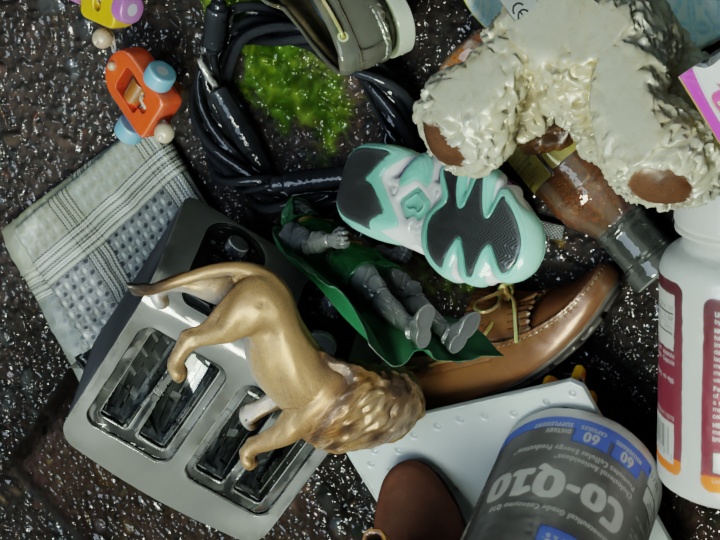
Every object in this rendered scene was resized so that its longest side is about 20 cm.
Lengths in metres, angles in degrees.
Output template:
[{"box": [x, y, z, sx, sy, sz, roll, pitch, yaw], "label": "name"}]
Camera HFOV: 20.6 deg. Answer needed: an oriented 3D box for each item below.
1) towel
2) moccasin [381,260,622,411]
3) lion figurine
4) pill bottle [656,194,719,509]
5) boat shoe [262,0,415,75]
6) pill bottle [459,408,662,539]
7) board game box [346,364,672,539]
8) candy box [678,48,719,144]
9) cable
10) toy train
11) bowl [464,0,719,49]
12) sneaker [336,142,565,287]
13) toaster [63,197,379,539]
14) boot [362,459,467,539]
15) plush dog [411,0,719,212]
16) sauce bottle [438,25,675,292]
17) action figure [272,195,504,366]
[{"box": [-0.179, 0.006, 1.535, 0.199, 0.034, 0.193, -34, 87, 35], "label": "towel"}, {"box": [0.095, 0.040, 1.364, 0.201, 0.074, 0.078, -29, 98, 43], "label": "moccasin"}, {"box": [-0.052, 0.054, 1.298, 0.122, 0.073, 0.200, -27, 122, 20], "label": "lion figurine"}, {"box": [0.244, 0.038, 1.244, 0.113, 0.114, 0.202, 8, 110, 28], "label": "pill bottle"}, {"box": [-0.045, -0.208, 1.342, 0.202, 0.060, 0.072, 47, 154, 27], "label": "boat shoe"}, {"box": [0.115, 0.190, 1.244, 0.113, 0.200, 0.115, 12, 129, 15], "label": "pill bottle"}, {"box": [0.113, 0.165, 1.379, 0.199, 0.026, 0.201, -15, 118, 34], "label": "board game box"}, {"box": [0.272, -0.088, 1.134, 0.061, 0.200, 0.137, -32, 88, 33], "label": "candy box"}, {"box": [-0.043, -0.106, 1.407, 0.199, 0.051, 0.164, 34, 120, 17], "label": "cable"}, {"box": [-0.140, -0.196, 1.422, 0.151, 0.055, 0.201, 51, 131, 23], "label": "toy train"}, {"box": [0.156, -0.226, 1.201, 0.199, 0.200, 0.109, -22, 51, 34], "label": "bowl"}, {"box": [0.090, -0.032, 1.302, 0.200, 0.139, 0.078, 31, 104, 52], "label": "sneaker"}, {"box": [-0.105, 0.077, 1.432, 0.180, 0.119, 0.200, 31, 122, -9], "label": "toaster"}, {"box": [0.021, 0.195, 1.264, 0.068, 0.200, 0.190, -3, 71, 14], "label": "boot"}, {"box": [0.154, -0.113, 1.184, 0.198, 0.171, 0.162, 11, 83, 30], "label": "plush dog"}, {"box": [0.134, -0.074, 1.303, 0.066, 0.066, 0.201, -41, 83, 34], "label": "sauce bottle"}, {"box": [0.000, 0.000, 1.344, 0.200, 0.117, 0.055, 37, 109, 46], "label": "action figure"}]
